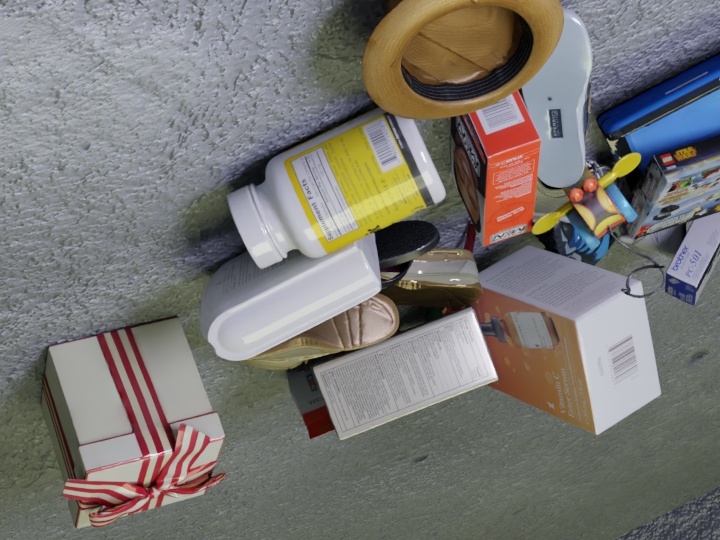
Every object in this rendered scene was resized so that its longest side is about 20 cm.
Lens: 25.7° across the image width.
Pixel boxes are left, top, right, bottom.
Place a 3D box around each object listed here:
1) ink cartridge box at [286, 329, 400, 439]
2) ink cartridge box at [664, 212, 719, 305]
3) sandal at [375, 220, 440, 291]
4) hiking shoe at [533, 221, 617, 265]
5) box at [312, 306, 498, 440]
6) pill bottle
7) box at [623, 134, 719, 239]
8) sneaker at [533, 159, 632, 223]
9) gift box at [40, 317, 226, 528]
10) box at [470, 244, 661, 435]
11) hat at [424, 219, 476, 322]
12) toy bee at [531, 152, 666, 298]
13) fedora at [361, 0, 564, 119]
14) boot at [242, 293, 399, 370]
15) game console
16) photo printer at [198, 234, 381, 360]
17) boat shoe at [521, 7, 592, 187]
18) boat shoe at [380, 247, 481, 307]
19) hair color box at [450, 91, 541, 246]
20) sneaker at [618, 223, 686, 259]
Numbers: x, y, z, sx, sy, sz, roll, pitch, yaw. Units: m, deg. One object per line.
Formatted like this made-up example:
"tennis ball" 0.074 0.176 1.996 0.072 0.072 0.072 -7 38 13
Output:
"ink cartridge box" -0.007 0.139 1.975 0.162 0.050 0.200 -22 -171 -3
"ink cartridge box" 0.435 -0.063 1.930 0.200 0.044 0.094 -61 164 -9
"sandal" -0.001 0.000 1.748 0.200 0.075 0.048 -22 122 13
"hiking shoe" 0.259 -0.055 1.927 0.087 0.074 0.200 -42 159 2
"box" 0.051 0.119 1.843 0.199 0.095 0.078 -19 180 -3
"pill bottle" -0.026 -0.080 1.560 0.199 0.112 0.111 -24 156 4
"box" 0.405 -0.108 1.796 0.199 0.040 0.137 -17 156 -17
"sneaker" 0.251 -0.096 1.807 0.199 0.075 0.082 -7 152 -30
"gift box" -0.265 0.178 1.785 0.184 0.187 0.200 -15 155 -17
"box" 0.234 0.077 1.840 0.106 0.200 0.153 -28 117 -27
"hat" 0.099 0.029 1.978 0.200 0.166 0.176 -35 110 12
"toy bee" 0.250 -0.076 1.658 0.131 0.200 0.109 -49 131 -8
"fedora" 0.083 -0.219 1.409 0.200 0.082 0.201 -15 150 -9
"boot" -0.056 0.073 1.836 0.199 0.073 0.155 -11 171 -2
"game console" 0.372 -0.159 1.721 0.200 0.119 0.171 -28 -170 9
"photo printer" -0.078 0.014 1.662 0.200 0.070 0.166 -27 -160 7
"boat shoe" 0.198 -0.189 1.593 0.071 0.091 0.201 2 128 8
"boat shoe" 0.040 0.000 1.829 0.199 0.067 0.074 6 148 -12
"hair color box" 0.138 -0.117 1.638 0.061 0.102 0.200 -19 155 -5
"sneaker" 0.364 -0.085 1.932 0.087 0.075 0.200 6 140 4
